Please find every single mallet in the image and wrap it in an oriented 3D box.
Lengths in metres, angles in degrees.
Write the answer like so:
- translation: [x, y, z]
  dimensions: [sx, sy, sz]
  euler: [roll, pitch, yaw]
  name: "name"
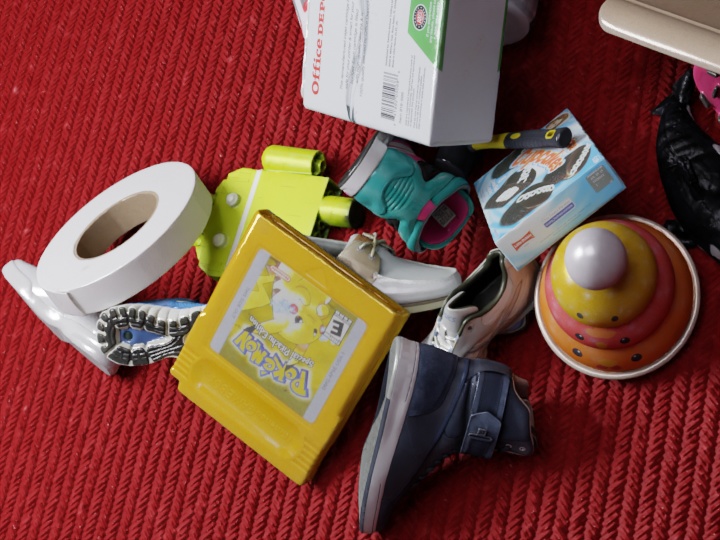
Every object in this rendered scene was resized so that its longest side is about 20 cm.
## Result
- translation: [0.129, -0.112, 1.378]
  dimensions: [0.066, 0.041, 0.200]
  euler: [-58, 23, -4]
  name: "mallet"

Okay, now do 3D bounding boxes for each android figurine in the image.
- translation: [-0.095, -0.042, 1.531]
  dimensions: [0.199, 0.041, 0.183]
  euler: [11, 75, 31]
  name: "android figurine"

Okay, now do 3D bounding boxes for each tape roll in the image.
- translation: [-0.246, -0.034, 1.548]
  dimensions: [0.202, 0.037, 0.203]
  euler: [-25, 31, 16]
  name: "tape roll"

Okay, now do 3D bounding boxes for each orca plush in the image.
- translation: [0.302, -0.093, 1.301]
  dimensions: [0.104, 0.071, 0.202]
  euler: [-16, 62, 23]
  name: "orca plush"

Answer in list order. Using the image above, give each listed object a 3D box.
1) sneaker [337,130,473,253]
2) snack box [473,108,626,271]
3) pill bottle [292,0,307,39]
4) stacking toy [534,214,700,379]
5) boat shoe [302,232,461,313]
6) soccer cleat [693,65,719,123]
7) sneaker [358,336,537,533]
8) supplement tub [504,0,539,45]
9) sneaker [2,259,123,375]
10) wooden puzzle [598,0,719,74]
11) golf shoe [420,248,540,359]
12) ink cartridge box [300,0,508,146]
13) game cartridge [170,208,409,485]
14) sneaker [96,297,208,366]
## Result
- translation: [0.050, -0.079, 1.419]
  dimensions: [0.120, 0.200, 0.084]
  euler: [37, 104, -3]
  name: "sneaker"
- translation: [0.164, -0.076, 1.324]
  dimensions: [0.116, 0.037, 0.200]
  euler: [-38, 14, 10]
  name: "snack box"
- translation: [-0.028, -0.332, 1.573]
  dimensions: [0.113, 0.114, 0.201]
  euler: [-28, 58, 17]
  name: "pill bottle"
- translation: [0.199, 0.006, 1.226]
  dimensions: [0.145, 0.200, 0.148]
  euler: [-4, 77, 18]
  name: "stacking toy"
- translation: [0.000, 0.000, 1.411]
  dimensions: [0.198, 0.075, 0.069]
  euler: [1, 104, 16]
  name: "boat shoe"
- translation: [0.382, -0.139, 1.277]
  dimensions: [0.200, 0.070, 0.086]
  euler: [37, 67, 26]
  name: "soccer cleat"
- translation: [0.077, 0.162, 1.318]
  dimensions: [0.077, 0.145, 0.204]
  euler: [-92, 15, -58]
  name: "sneaker"
- translation: [0.131, -0.336, 1.477]
  dimensions: [0.122, 0.122, 0.202]
  euler: [1, 70, 31]
  name: "supplement tub"
- translation: [-0.304, 0.032, 1.612]
  dimensions: [0.199, 0.075, 0.089]
  euler: [34, 75, 31]
  name: "sneaker"
- translation: [0.339, -0.228, 1.315]
  dimensions: [0.184, 0.037, 0.199]
  euler: [28, 48, 36]
  name: "wooden puzzle"
- translation: [0.084, 0.059, 1.348]
  dimensions: [0.078, 0.097, 0.201]
  euler: [38, 92, 34]
  name: "golf shoe"
- translation: [0.037, -0.208, 1.399]
  dimensions: [0.199, 0.083, 0.148]
  euler: [24, 114, 47]
  name: "ink cartridge box"
- translation: [-0.073, 0.073, 1.401]
  dimensions: [0.176, 0.032, 0.201]
  euler: [35, 108, 15]
  name: "game cartridge"
- translation: [-0.160, 0.058, 1.497]
  dimensions: [0.198, 0.089, 0.079]
  euler: [8, 106, 11]
  name: "sneaker"
